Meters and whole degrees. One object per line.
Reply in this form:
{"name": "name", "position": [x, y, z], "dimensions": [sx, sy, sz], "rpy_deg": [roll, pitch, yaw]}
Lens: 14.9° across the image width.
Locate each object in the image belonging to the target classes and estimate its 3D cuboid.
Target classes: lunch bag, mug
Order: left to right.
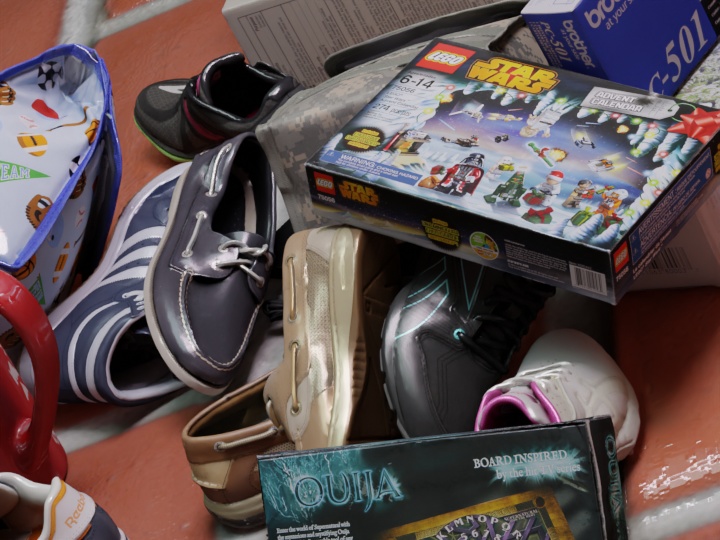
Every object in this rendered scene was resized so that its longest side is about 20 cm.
{"name": "mug", "position": [-0.264, 0.076, 1.688], "dimensions": [0.133, 0.200, 0.177], "rpy_deg": [-43, 33, -21]}
{"name": "lunch bag", "position": [-0.231, -0.035, 1.840], "dimensions": [0.124, 0.170, 0.200], "rpy_deg": [24, 49, 4]}
{"name": "lunch bag", "position": [0.050, -0.097, 1.742], "dimensions": [0.164, 0.118, 0.200], "rpy_deg": [-15, 13, 23]}

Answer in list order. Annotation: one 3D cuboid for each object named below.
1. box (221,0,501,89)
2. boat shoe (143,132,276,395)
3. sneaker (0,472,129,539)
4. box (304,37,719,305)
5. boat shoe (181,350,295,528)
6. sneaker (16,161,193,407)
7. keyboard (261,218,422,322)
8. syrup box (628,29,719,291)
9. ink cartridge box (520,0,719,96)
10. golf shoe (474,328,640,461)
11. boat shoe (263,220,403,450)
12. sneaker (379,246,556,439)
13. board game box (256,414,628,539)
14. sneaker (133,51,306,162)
{"name": "box", "position": [0.013, -0.195, 1.958], "dimensions": [0.200, 0.095, 0.078], "rpy_deg": [-14, 33, 24]}
{"name": "boat shoe", "position": [-0.088, -0.010, 1.745], "dimensions": [0.063, 0.073, 0.200], "rpy_deg": [-42, 30, 35]}
{"name": "sneaker", "position": [-0.235, 0.169, 1.646], "dimensions": [0.200, 0.079, 0.079], "rpy_deg": [-19, 33, 23]}
{"name": "box", "position": [0.089, -0.059, 1.526], "dimensions": [0.200, 0.040, 0.137], "rpy_deg": [17, 45, 31]}
{"name": "boat shoe", "position": [-0.015, 0.069, 1.602], "dimensions": [0.200, 0.074, 0.076], "rpy_deg": [-35, 30, -8]}
{"name": "sneaker", "position": [-0.128, 0.012, 1.792], "dimensions": [0.108, 0.070, 0.200], "rpy_deg": [6, 51, 51]}
{"name": "keyboard", "position": [0.000, 0.000, 1.750], "dimensions": [0.200, 0.021, 0.127], "rpy_deg": [3, 38, 46]}
{"name": "syrup box", "position": [0.203, -0.083, 1.629], "dimensions": [0.079, 0.082, 0.200], "rpy_deg": [-4, 38, 35]}
{"name": "ink cartridge box", "position": [0.180, -0.177, 1.616], "dimensions": [0.044, 0.094, 0.200], "rpy_deg": [4, 45, 47]}
{"name": "golf shoe", "position": [0.101, 0.081, 1.467], "dimensions": [0.075, 0.092, 0.200], "rpy_deg": [-21, 29, 18]}
{"name": "boat shoe", "position": [-0.017, 0.072, 1.542], "dimensions": [0.064, 0.071, 0.200], "rpy_deg": [-6, 69, 28]}
{"name": "sneaker", "position": [0.066, 0.014, 1.549], "dimensions": [0.079, 0.075, 0.200], "rpy_deg": [-12, 55, 36]}
{"name": "board game box", "position": [0.043, 0.149, 1.385], "dimensions": [0.200, 0.136, 0.028], "rpy_deg": [-8, -2, 33]}
{"name": "sneaker", "position": [-0.092, -0.120, 1.946], "dimensions": [0.200, 0.084, 0.077], "rpy_deg": [8, 47, 48]}
